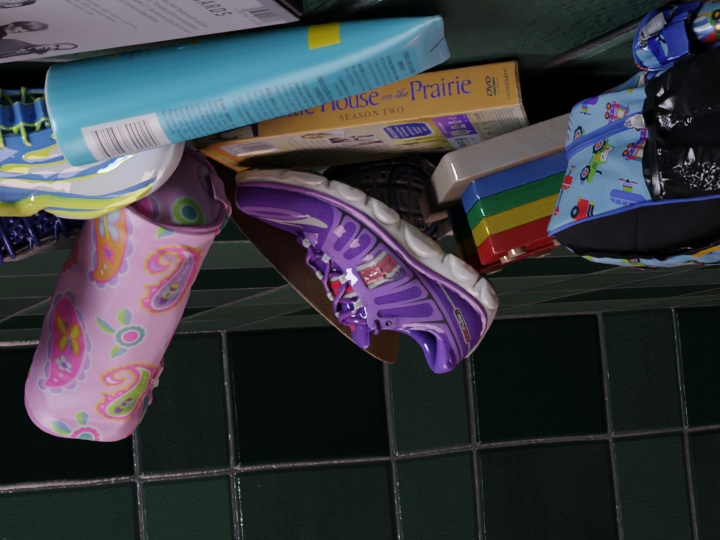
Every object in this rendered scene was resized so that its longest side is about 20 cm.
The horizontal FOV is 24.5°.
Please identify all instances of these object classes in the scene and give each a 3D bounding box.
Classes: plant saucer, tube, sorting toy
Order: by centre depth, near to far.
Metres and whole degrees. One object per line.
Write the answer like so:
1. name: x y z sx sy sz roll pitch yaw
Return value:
1. tube: -0.054 -0.095 0.825 0.197 0.051 0.077 -10 178 6
2. sorting toy: 0.148 -0.057 1.085 0.196 0.070 0.200 -18 175 -4
3. plant saucer: -0.033 -0.019 1.178 0.035 0.200 0.200 -44 168 7

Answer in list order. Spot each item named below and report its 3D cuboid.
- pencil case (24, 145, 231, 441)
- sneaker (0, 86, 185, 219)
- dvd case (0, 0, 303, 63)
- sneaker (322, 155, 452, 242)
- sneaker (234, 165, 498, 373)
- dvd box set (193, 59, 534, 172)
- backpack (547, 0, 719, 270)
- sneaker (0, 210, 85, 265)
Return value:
1. pencil case: -0.143 0.017 1.005 0.087 0.088 0.201 -1 135 -32
2. sneaker: -0.198 -0.067 0.894 0.198 0.077 0.105 -6 174 22
3. dvd case: -0.139 -0.118 0.689 0.197 0.025 0.150 -6 174 15
4. sneaker: 0.041 -0.053 1.277 0.198 0.076 0.087 4 -179 -42
5. sneaker: 0.000 0.000 1.067 0.199 0.084 0.081 33 171 -17
6. dvd box set: 0.007 -0.092 1.032 0.197 0.030 0.146 -7 175 10
7. backpack: 0.199 -0.070 0.888 0.181 0.136 0.199 0 172 -40
8. sneaker: -0.224 -0.028 1.024 0.197 0.082 0.115 -5 -154 3
